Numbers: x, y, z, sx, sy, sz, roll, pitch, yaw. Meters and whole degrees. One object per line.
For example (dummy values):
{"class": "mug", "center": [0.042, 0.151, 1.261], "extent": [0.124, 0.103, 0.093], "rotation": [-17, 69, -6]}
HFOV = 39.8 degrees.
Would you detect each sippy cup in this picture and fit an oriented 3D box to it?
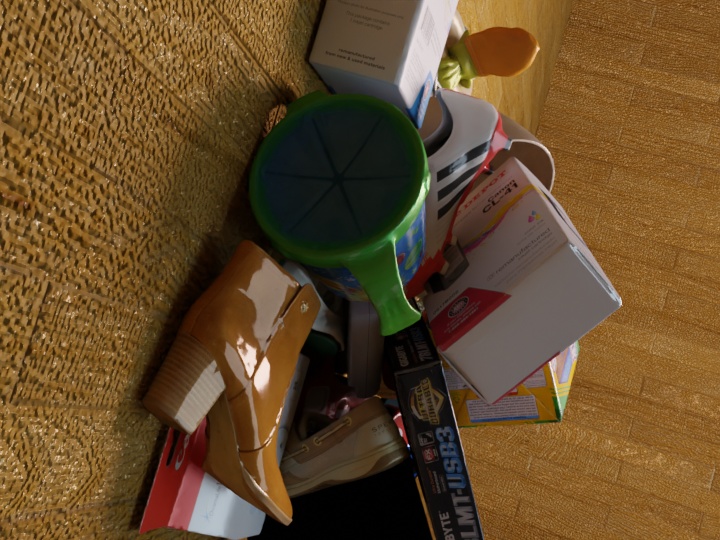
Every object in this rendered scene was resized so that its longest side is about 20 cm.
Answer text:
{"class": "sippy cup", "center": [-0.005, -0.043, 0.770], "extent": [0.131, 0.137, 0.181], "rotation": [62, 39, -61]}

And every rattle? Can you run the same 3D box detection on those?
{"class": "rattle", "center": [0.149, -0.274, 1.176], "extent": [0.132, 0.141, 0.199], "rotation": [64, 26, 2]}

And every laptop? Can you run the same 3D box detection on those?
{"class": "laptop", "center": [-0.015, 0.260, 0.987], "extent": [0.200, 0.174, 0.105], "rotation": [66, 5, -70]}

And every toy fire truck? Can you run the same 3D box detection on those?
{"class": "toy fire truck", "center": [-0.021, 0.122, 1.039], "extent": [0.167, 0.111, 0.204], "rotation": [4, 101, -58]}

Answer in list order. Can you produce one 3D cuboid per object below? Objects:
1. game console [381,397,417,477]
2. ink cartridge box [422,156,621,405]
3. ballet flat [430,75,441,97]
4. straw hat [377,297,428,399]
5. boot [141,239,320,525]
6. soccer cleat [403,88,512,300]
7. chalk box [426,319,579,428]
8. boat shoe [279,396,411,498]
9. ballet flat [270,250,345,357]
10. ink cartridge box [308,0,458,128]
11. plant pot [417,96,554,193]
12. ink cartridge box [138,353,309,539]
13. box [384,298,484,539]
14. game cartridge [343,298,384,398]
{"class": "game console", "center": [0.003, 0.235, 1.213], "extent": [0.202, 0.118, 0.170], "rotation": [-56, 155, 19]}
{"class": "ink cartridge box", "center": [0.130, 0.003, 0.900], "extent": [0.147, 0.086, 0.201], "rotation": [-41, -156, 14]}
{"class": "ballet flat", "center": [0.073, -0.168, 1.127], "extent": [0.063, 0.068, 0.201], "rotation": [-26, 154, -5]}
{"class": "straw hat", "center": [0.040, 0.050, 1.203], "extent": [0.084, 0.199, 0.204], "rotation": [29, 72, -35]}
{"class": "boot", "center": [-0.067, 0.086, 0.734], "extent": [0.145, 0.070, 0.202], "rotation": [-55, 140, -23]}
{"class": "soccer cleat", "center": [0.057, -0.065, 0.890], "extent": [0.202, 0.084, 0.069], "rotation": [-61, -161, 9]}
{"class": "chalk box", "center": [0.163, 0.064, 1.079], "extent": [0.200, 0.122, 0.126], "rotation": [-50, 127, -59]}
{"class": "boat shoe", "center": [-0.036, 0.163, 0.906], "extent": [0.073, 0.198, 0.068], "rotation": [-11, 79, -50]}
{"class": "ballet flat", "center": [-0.045, 0.029, 0.874], "extent": [0.200, 0.068, 0.071], "rotation": [50, 57, -71]}
{"class": "ink cartridge box", "center": [0.035, -0.245, 0.857], "extent": [0.144, 0.083, 0.204], "rotation": [30, 78, -78]}
{"class": "plant pot", "center": [0.084, -0.101, 1.041], "extent": [0.197, 0.135, 0.202], "rotation": [-23, 146, -16]}
{"class": "ink cartridge box", "center": [-0.101, 0.133, 0.799], "extent": [0.200, 0.046, 0.163], "rotation": [50, 56, -77]}
{"class": "box", "center": [0.065, 0.148, 0.928], "extent": [0.199, 0.049, 0.204], "rotation": [-97, 172, -75]}
{"class": "game cartridge", "center": [0.000, 0.000, 0.939], "extent": [0.135, 0.040, 0.202], "rotation": [87, -2, -46]}
